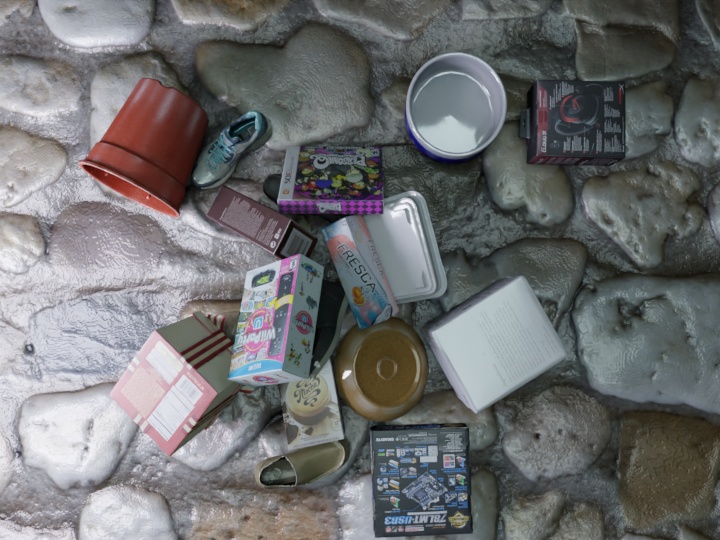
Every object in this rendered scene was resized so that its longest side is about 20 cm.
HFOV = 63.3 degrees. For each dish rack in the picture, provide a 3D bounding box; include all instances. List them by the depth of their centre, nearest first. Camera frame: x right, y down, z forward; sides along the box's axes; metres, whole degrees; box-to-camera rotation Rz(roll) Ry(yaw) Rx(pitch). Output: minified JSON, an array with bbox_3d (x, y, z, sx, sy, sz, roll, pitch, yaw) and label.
[{"bbox_3d":[0.065,-0.034,1.105,0.169,0.043,0.205,-12,96,40],"label":"dish rack"}]

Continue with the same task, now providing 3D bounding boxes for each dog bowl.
[{"bbox_3d":[0.185,-0.318,1.159,0.194,0.079,0.206,0,88,0],"label":"dog bowl"}]

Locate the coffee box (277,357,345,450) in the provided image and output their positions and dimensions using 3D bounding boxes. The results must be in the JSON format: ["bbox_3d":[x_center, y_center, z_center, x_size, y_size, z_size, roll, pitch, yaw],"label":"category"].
[{"bbox_3d":[-0.100,0.227,1.130,0.110,0.080,0.206,-11,87,-1],"label":"coffee box"}]

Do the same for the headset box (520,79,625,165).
[{"bbox_3d":[0.415,-0.291,1.159,0.194,0.075,0.153,1,87,0],"label":"headset box"}]

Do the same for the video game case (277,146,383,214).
[{"bbox_3d":[-0.053,-0.176,1.119,0.194,0.036,0.184,1,44,1],"label":"video game case"}]

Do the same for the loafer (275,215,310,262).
[{"bbox_3d":[-0.128,-0.005,1.150,0.067,0.075,0.206,18,77,-35],"label":"loafer"}]

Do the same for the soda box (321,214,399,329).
[{"bbox_3d":[0.000,0.000,1.091,0.063,0.068,0.205,-22,90,32],"label":"soda box"}]

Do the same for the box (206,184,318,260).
[{"bbox_3d":[-0.184,-0.081,1.094,0.197,0.100,0.076,26,86,32],"label":"box"}]

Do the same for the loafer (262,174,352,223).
[{"bbox_3d":[-0.102,-0.146,1.153,0.195,0.072,0.075,17,88,2],"label":"loafer"}]

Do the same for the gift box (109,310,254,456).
[{"bbox_3d":[-0.303,0.194,1.077,0.200,0.187,0.185,-45,86,13],"label":"gift box"}]

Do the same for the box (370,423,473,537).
[{"bbox_3d":[0.117,0.406,1.137,0.194,0.050,0.205,-2,88,0],"label":"box"}]

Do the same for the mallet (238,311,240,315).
[{"bbox_3d":[-0.186,0.124,1.097,0.065,0.202,0.041,-37,130,9],"label":"mallet"}]

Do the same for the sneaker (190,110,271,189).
[{"bbox_3d":[-0.265,-0.246,1.151,0.200,0.086,0.078,-45,87,-2],"label":"sneaker"}]

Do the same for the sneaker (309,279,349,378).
[{"bbox_3d":[-0.091,0.095,1.054,0.104,0.075,0.203,28,43,-11],"label":"sneaker"}]

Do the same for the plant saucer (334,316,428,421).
[{"bbox_3d":[0.048,0.188,1.127,0.194,0.035,0.206,2,82,-16],"label":"plant saucer"}]

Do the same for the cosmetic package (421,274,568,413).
[{"bbox_3d":[0.241,0.133,1.093,0.197,0.165,0.168,-30,87,-3],"label":"cosmetic package"}]

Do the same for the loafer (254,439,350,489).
[{"bbox_3d":[-0.113,0.380,1.129,0.195,0.067,0.078,-21,87,-1],"label":"loafer"}]

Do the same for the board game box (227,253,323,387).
[{"bbox_3d":[-0.145,0.089,1.009,0.145,0.064,0.205,-16,58,39],"label":"board game box"}]

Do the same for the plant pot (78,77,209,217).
[{"bbox_3d":[-0.392,-0.236,1.108,0.197,0.201,0.199,24,79,1],"label":"plant pot"}]

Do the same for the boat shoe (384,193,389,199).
[{"bbox_3d":[0.071,-0.099,1.158,0.065,0.072,0.202,-31,72,-32],"label":"boat shoe"}]
